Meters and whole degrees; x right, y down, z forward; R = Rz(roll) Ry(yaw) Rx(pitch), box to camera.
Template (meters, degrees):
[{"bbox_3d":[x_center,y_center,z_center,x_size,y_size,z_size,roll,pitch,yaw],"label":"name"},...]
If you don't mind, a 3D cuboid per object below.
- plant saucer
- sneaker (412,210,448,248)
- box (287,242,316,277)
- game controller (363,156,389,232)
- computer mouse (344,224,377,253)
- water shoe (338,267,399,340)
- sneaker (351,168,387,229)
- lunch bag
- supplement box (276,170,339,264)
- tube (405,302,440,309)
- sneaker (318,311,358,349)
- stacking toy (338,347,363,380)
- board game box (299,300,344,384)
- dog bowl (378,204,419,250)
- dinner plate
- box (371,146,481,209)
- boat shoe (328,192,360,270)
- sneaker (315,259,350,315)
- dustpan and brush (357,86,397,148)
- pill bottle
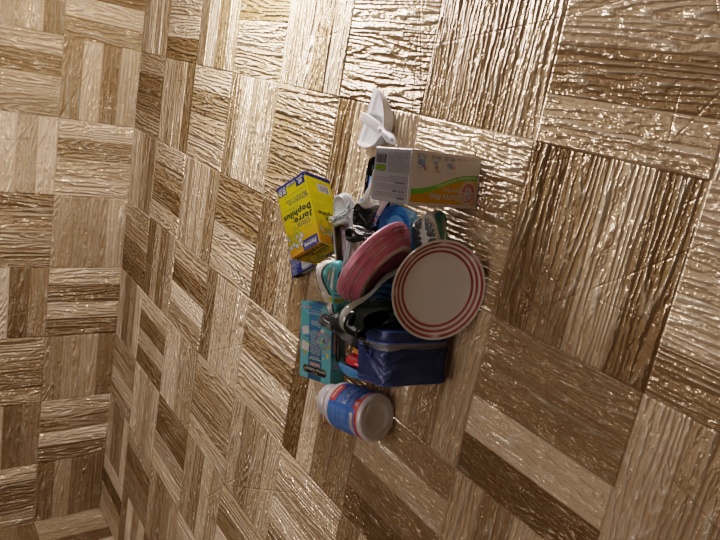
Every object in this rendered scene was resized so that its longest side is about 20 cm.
[{"bbox_3d":[0.038,-0.007,1.344,0.051,0.199,0.203,44,126,21],"label":"plant saucer"},{"bbox_3d":[0.164,-0.022,1.335,0.076,0.079,0.205,10,117,42],"label":"sneaker"},{"bbox_3d":[-0.164,-0.094,1.819,0.120,0.032,0.205,-25,71,50],"label":"box"},{"bbox_3d":[0.036,-0.165,1.544,0.103,0.041,0.205,20,106,51],"label":"game controller"},{"bbox_3d":[0.000,0.000,1.501,0.108,0.043,0.205,20,116,39],"label":"computer mouse"},{"bbox_3d":[0.049,0.072,1.307,0.078,0.198,0.072,35,151,38],"label":"water shoe"},{"bbox_3d":[0.040,-0.165,1.471,0.072,0.072,0.202,48,134,21],"label":"sneaker"},{"bbox_3d":[0.081,0.161,1.357,0.135,0.196,0.136,7,94,57],"label":"lunch bag"},{"bbox_3d":[-0.130,-0.135,1.691,0.107,0.109,0.205,-26,69,30],"label":"supplement box"},{"bbox_3d":[0.102,0.077,1.390,0.200,0.076,0.052,159,97,-76],"label":"tube"},{"bbox_3d":[-0.017,0.112,1.496,0.199,0.059,0.106,29,90,52],"label":"sneaker"},{"bbox_3d":[0.033,0.152,1.518,0.115,0.108,0.205,11,88,59],"label":"stacking toy"},{"bbox_3d":[-0.103,0.188,1.728,0.149,0.046,0.206,6,95,53],"label":"board game box"},{"bbox_3d":[0.090,-0.044,1.466,0.110,0.049,0.206,5,94,53],"label":"dog bowl"},{"bbox_3d":[0.152,0.037,1.276,0.024,0.195,0.205,-129,48,-68],"label":"dinner plate"},{"bbox_3d":[0.133,-0.182,1.283,0.111,0.197,0.104,16,104,49],"label":"box"},{"bbox_3d":[-0.041,-0.092,1.620,0.073,0.064,0.208,-7,86,43],"label":"boat shoe"},{"bbox_3d":[-0.045,0.065,1.583,0.078,0.078,0.203,-13,118,17],"label":"sneaker"},{"bbox_3d":[0.045,-0.334,1.513,0.200,0.056,0.142,44,124,43],"label":"dustpan and brush"},{"bbox_3d":[-0.020,0.333,1.565,0.198,0.110,0.116,4,94,52],"label":"pill bottle"}]
